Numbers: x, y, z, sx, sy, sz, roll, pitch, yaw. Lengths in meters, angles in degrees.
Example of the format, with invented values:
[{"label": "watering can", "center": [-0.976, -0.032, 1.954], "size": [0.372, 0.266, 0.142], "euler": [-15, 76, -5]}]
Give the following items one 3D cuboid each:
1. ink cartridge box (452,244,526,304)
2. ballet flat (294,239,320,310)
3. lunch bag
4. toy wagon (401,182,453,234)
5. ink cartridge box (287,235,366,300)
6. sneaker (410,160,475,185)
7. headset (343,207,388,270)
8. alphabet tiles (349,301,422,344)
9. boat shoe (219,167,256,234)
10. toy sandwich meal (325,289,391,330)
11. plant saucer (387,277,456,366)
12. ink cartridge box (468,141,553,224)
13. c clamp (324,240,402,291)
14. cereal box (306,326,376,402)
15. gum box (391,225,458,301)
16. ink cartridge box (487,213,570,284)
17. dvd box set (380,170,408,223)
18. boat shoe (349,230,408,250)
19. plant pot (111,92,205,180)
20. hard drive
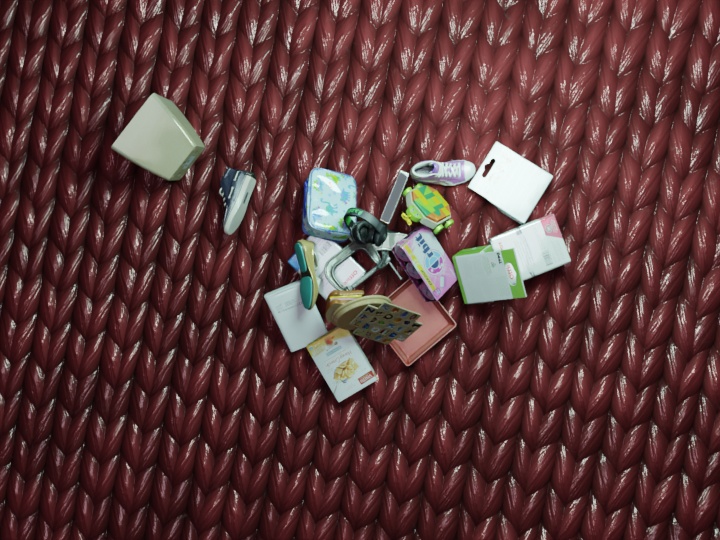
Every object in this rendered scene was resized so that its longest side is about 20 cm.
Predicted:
[{"label": "ink cartridge box", "center": [0.378, 0.007, 1.620], "size": [0.197, 0.075, 0.151], "euler": [-9, 104, 40]}, {"label": "ballet flat", "center": [-0.144, 0.010, 1.652], "size": [0.068, 0.062, 0.205], "euler": [-3, 96, 50]}, {"label": "lunch bag", "center": [-0.094, -0.193, 1.669], "size": [0.157, 0.082, 0.205], "euler": [8, 68, -21]}, {"label": "toy wagon", "center": [0.187, -0.177, 1.638], "size": [0.156, 0.199, 0.040], "euler": [51, 128, 9]}, {"label": "ink cartridge box", "center": [-0.098, -0.011, 1.720], "size": [0.200, 0.084, 0.145], "euler": [44, 95, 3]}, {"label": "sneaker", "center": [0.244, -0.289, 1.666], "size": [0.195, 0.114, 0.075], "euler": [-6, 90, 4]}, {"label": "headset", "center": [0.023, -0.092, 1.595], "size": [0.122, 0.200, 0.095], "euler": [11, 63, 44]}, {"label": "alphabet tiles", "center": [0.075, 0.154, 1.636], "size": [0.197, 0.006, 0.167], "euler": [20, 132, -28]}, {"label": "boat shoe", "center": [-0.400, -0.219, 1.755], "size": [0.091, 0.075, 0.204], "euler": [22, 86, 11]}, {"label": "toy sandwich meal", "center": [-0.008, 0.105, 1.641], "size": [0.201, 0.206, 0.072], "euler": [-20, 62, 5]}, {"label": "plant saucer", "center": [0.156, 0.149, 1.727], "size": [0.199, 0.037, 0.201], "euler": [-40, 88, 6]}, {"label": "ink cartridge box", "center": [0.443, -0.258, 1.688], "size": [0.198, 0.050, 0.164], "euler": [34, 95, 12]}, {"label": "c clamp", "center": [0.000, 0.000, 1.657], "size": [0.198, 0.027, 0.173], "euler": [-31, 85, -11]}, {"label": "cereal box", "center": [-0.056, 0.281, 1.736], "size": [0.142, 0.040, 0.203], "euler": [-30, 97, 6]}, {"label": "gum box", "center": [0.189, -0.024, 1.658], "size": [0.113, 0.066, 0.202], "euler": [-40, 103, -24]}, {"label": "ink cartridge box", "center": [0.490, -0.059, 1.665], "size": [0.196, 0.083, 0.150], "euler": [-21, 90, 5]}, {"label": "dvd box set", "center": [0.097, -0.204, 1.637], "size": [0.029, 0.200, 0.149], "euler": [23, 94, 2]}, {"label": "boat shoe", "center": [0.060, -0.096, 1.715], "size": [0.195, 0.062, 0.077], "euler": [4, 90, 3]}, {"label": "plant pot", "center": [-0.587, -0.380, 1.709], "size": [0.177, 0.200, 0.201], "euler": [41, 95, -8]}, {"label": "hard drive", "center": [-0.192, 0.139, 1.727], "size": [0.129, 0.027, 0.203], "euler": [-21, 111, 5]}]
